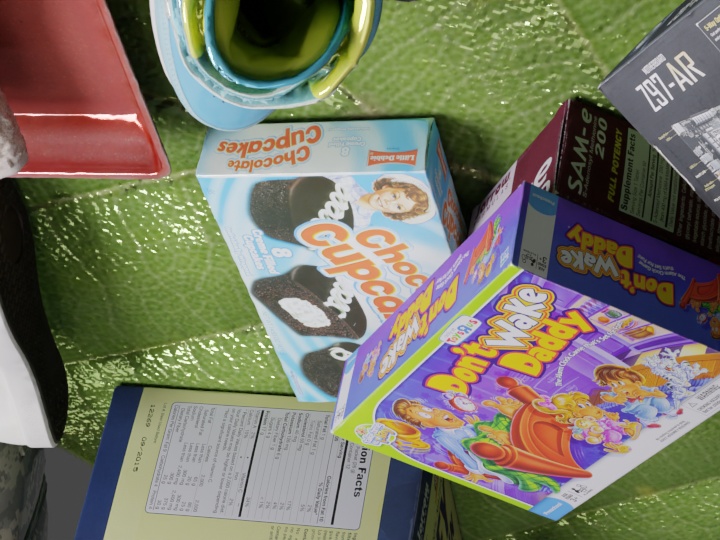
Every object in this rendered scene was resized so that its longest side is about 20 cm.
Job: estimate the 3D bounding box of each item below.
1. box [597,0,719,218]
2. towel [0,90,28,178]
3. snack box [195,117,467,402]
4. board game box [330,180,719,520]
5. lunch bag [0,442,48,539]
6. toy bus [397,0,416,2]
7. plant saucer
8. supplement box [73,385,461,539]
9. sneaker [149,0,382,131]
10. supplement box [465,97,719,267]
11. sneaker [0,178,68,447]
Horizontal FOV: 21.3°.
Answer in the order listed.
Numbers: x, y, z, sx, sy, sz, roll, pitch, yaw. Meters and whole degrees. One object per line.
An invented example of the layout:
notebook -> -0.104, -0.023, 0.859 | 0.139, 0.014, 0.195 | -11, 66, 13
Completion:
box -> 0.200, -0.061, 0.737 | 0.160, 0.044, 0.200 | 46, 154, -1
towel -> -0.260, -0.092, 0.860 | 0.198, 0.035, 0.133 | 3, 145, 12
snack box -> 0.000, 0.000, 0.978 | 0.115, 0.037, 0.201 | -1, 143, 16
board game box -> 0.086, 0.046, 0.909 | 0.133, 0.045, 0.200 | 22, 147, -14
lunch bag -> -0.286, 0.134, 1.160 | 0.198, 0.140, 0.169 | 6, 124, 6
toy bus -> -0.014, -0.160, 0.731 | 0.198, 0.066, 0.079 | 12, 145, -1
plant saucer -> -0.199, -0.118, 0.867 | 0.198, 0.037, 0.200 | 2, 144, 14
supplement box -> -0.049, 0.183, 1.165 | 0.198, 0.135, 0.201 | 3, 145, 12
sneaker -> -0.040, -0.088, 0.670 | 0.079, 0.131, 0.201 | 14, 142, -7
supplement box -> 0.159, 0.003, 0.920 | 0.198, 0.061, 0.109 | 21, 144, -13
sneaker -> -0.214, 0.022, 1.016 | 0.084, 0.073, 0.201 | 1, 132, 6
